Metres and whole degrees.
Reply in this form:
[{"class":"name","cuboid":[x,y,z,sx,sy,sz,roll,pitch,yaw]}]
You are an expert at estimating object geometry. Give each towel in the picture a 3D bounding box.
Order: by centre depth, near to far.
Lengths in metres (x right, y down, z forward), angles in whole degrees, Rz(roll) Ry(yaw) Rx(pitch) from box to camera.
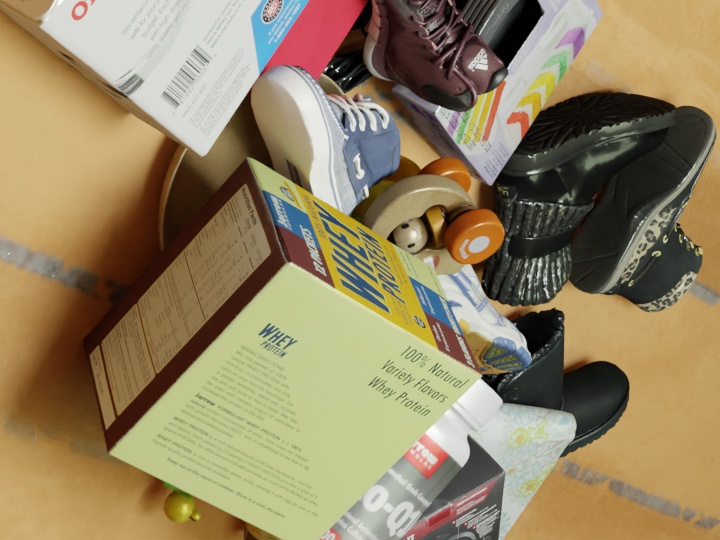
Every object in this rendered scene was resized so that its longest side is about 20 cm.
[{"class":"towel","cuboid":[0.085,0.198,1.947,0.171,0.048,0.200,7,126,-40]}]

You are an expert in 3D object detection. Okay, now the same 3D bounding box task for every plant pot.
[{"class":"plant pot","cuboid":[-0.083,-0.067,1.631,0.200,0.027,0.201,-29,135,-34]}]

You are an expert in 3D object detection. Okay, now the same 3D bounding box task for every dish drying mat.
[{"class":"dish drying mat","cuboid":[-0.020,-0.210,1.548,0.077,0.018,0.200,17,110,-53]}]

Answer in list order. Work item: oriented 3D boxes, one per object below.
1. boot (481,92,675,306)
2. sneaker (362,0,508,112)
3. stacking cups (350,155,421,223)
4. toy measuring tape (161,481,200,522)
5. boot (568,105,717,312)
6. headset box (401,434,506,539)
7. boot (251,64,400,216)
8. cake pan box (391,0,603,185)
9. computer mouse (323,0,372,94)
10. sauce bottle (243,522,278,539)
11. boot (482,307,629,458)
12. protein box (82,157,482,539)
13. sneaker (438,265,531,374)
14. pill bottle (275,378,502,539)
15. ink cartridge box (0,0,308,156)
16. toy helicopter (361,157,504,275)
[{"class":"boot","cuboid":[0.193,-0.067,1.907,0.211,0.079,0.158,-19,122,-28]},{"class":"sneaker","cuboid":[0.063,-0.187,1.549,0.076,0.115,0.200,-45,159,-20]},{"class":"stacking cups","cuboid":[0.000,0.000,1.759,0.060,0.060,0.201,-16,131,-43]},{"class":"toy measuring tape","cuboid":[-0.088,0.125,1.718,0.200,0.073,0.074,-54,143,-6]},{"class":"boot","cuboid":[0.293,-0.054,2.043,0.204,0.073,0.154,-56,146,7]},{"class":"headset box","cuboid":[0.043,0.235,1.842,0.149,0.077,0.200,-27,141,-25]},{"class":"boot","cuboid":[-0.021,-0.110,1.576,0.090,0.073,0.200,-41,158,-15]},{"class":"cake pan box","cuboid":[0.114,-0.182,1.730,0.185,0.052,0.200,-58,157,-6]},{"class":"computer mouse","cuboid":[0.029,-0.235,1.628,0.140,0.046,0.201,-29,134,-33]},{"class":"sauce bottle","cuboid":[-0.053,0.150,1.785,0.065,0.065,0.201,-11,123,-45]},{"class":"boot","cuboid":[0.180,0.103,2.020,0.198,0.073,0.163,-33,137,-25]},{"class":"protein box","cuboid":[-0.060,0.064,1.562,0.198,0.135,0.200,31,113,-34]},{"class":"sneaker","cuboid":[0.092,0.030,1.851,0.200,0.075,0.088,36,46,-54]},{"class":"pill bottle","cuboid":[0.015,0.150,1.700,0.200,0.114,0.114,-49,143,-3]},{"class":"ink cartridge box","cuboid":[-0.142,-0.191,1.427,0.146,0.084,0.200,-55,143,-4]},{"class":"toy helicopter","cuboid":[0.020,0.004,1.688,0.132,0.079,0.200,-5,137,-29]}]
